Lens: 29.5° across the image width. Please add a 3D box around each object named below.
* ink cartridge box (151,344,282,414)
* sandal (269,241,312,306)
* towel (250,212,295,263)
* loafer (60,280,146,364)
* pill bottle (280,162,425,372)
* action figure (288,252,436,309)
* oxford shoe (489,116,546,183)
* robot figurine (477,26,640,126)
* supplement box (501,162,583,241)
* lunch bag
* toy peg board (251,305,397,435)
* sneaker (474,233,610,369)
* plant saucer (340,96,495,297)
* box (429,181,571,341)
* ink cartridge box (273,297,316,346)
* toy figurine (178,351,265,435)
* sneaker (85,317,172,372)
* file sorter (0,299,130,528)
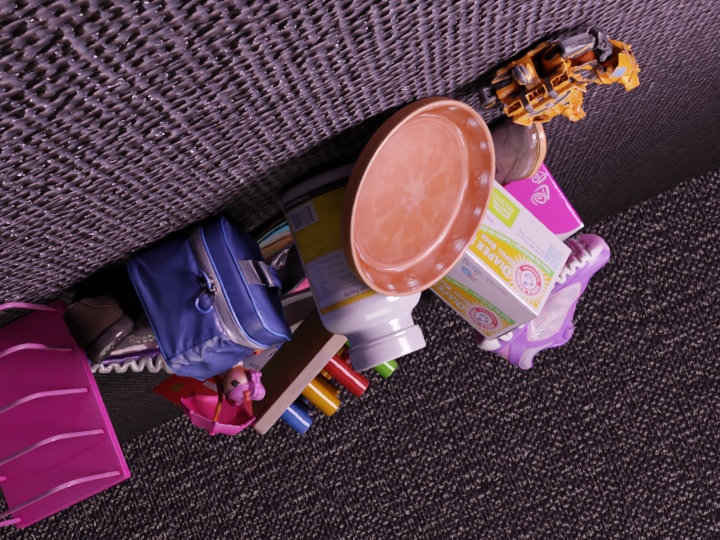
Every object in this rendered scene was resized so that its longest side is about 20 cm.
[{"bbox_3d":[-0.195,0.152,2.055,0.199,0.045,0.175,21,-139,42],"label":"ink cartridge box"},{"bbox_3d":[-0.074,-0.002,1.604,0.198,0.075,0.045,-27,144,-15],"label":"sandal"},{"bbox_3d":[-0.089,-0.040,1.630,0.146,0.022,0.199,-17,170,-47],"label":"towel"},{"bbox_3d":[-0.263,0.036,1.435,0.073,0.071,0.200,-44,-174,5],"label":"loafer"},{"bbox_3d":[-0.002,-0.003,1.425,0.111,0.203,0.112,-20,177,-1],"label":"pill bottle"},{"bbox_3d":[0.000,0.000,1.708,0.197,0.071,0.130,8,180,3],"label":"action figure"},{"bbox_3d":[0.151,-0.128,1.601,0.072,0.072,0.200,-16,171,-25],"label":"oxford shoe"},{"bbox_3d":[0.202,-0.188,1.355,0.144,0.059,0.199,-30,172,31],"label":"robot figurine"},{"bbox_3d":[0.208,-0.083,1.756,0.103,0.102,0.200,-34,-172,8],"label":"supplement box"},{"bbox_3d":[-0.148,0.026,1.432,0.131,0.137,0.200,-25,172,3],"label":"lunch bag"},{"bbox_3d":[-0.044,0.130,1.792,0.200,0.098,0.200,-49,-168,7],"label":"toy peg board"},{"bbox_3d":[0.235,0.043,1.668,0.200,0.088,0.081,-45,-166,14],"label":"sneaker"},{"bbox_3d":[0.054,-0.073,1.339,0.199,0.203,0.032,-19,-145,-39],"label":"plant saucer"},{"bbox_3d":[0.129,-0.031,1.587,0.101,0.199,0.113,-33,-160,54],"label":"box"},{"bbox_3d":[-0.148,0.065,1.958,0.143,0.086,0.200,-22,171,-21],"label":"ink cartridge box"},{"bbox_3d":[-0.170,0.108,1.690,0.198,0.187,0.149,-21,177,35],"label":"toy figurine"},{"bbox_3d":[-0.270,0.072,1.585,0.197,0.090,0.080,0,-174,-13],"label":"sneaker"},{"bbox_3d":[-0.352,0.148,1.388,0.138,0.202,0.125,-25,170,12],"label":"file sorter"}]
